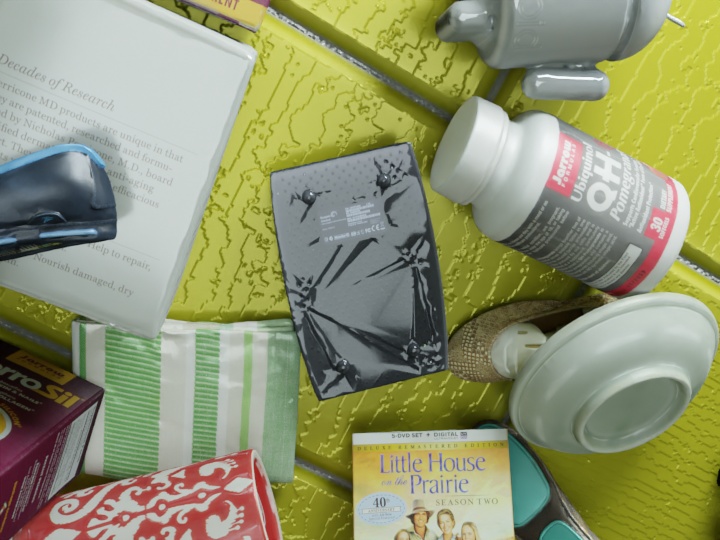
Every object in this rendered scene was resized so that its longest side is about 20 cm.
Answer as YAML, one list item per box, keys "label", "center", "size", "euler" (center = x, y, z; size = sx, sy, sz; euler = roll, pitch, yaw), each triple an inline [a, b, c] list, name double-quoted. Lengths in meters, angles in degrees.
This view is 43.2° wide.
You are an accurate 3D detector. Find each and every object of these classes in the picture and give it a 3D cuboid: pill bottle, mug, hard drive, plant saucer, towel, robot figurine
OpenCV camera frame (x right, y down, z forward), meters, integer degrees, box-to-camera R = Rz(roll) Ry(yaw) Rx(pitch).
- label: "pill bottle"
  center: [0.160, -0.063, 0.749]
  size: [0.197, 0.111, 0.113]
  euler: [23, 100, -14]
- label: "mug"
  center: [-0.168, 0.235, 0.780]
  size: [0.196, 0.178, 0.136]
  euler: [-17, 74, -1]
- label: "hard drive"
  center: [0.000, 0.000, 0.777]
  size: [0.132, 0.042, 0.205]
  euler: [-13, 106, -5]
- label: "plant saucer"
  center: [0.227, 0.107, 0.788]
  size: [0.195, 0.051, 0.203]
  euler: [-10, 136, -10]
- label: "towel"
  center: [-0.152, 0.113, 0.796]
  size: [0.195, 0.023, 0.156]
  euler: [2, 105, -11]
- label: "robot figurine"
  center: [0.156, -0.218, 0.706]
  size: [0.195, 0.113, 0.174]
  euler: [-6, 99, -7]

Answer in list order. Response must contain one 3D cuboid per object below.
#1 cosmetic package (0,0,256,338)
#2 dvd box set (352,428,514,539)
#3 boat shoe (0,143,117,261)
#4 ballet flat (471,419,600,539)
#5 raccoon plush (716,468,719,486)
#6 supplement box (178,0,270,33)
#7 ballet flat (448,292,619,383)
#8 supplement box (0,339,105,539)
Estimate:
- label: "cosmetic package"
  center: [-0.182, -0.093, 0.652]
  size: [0.163, 0.168, 0.204]
  euler: [21, 100, -10]
- label: "dvd box set"
  center: [0.064, 0.243, 0.790]
  size: [0.143, 0.029, 0.205]
  euler: [-2, 72, 4]
- label: "boat shoe"
  center: [-0.238, -0.010, 0.528]
  size: [0.196, 0.084, 0.070]
  euler: [-22, 94, 3]
- label: "ballet flat"
  center: [0.167, 0.227, 0.840]
  size: [0.068, 0.067, 0.202]
  euler: [-37, 73, 8]
- label: "raccoon plush"
  center: [0.436, 0.239, 0.884]
  size: [0.196, 0.097, 0.136]
  euler: [-20, 114, -3]
- label: "supplement box"
  center: [-0.098, -0.292, 0.655]
  size: [0.128, 0.103, 0.204]
  euler: [19, 101, -11]
- label: "ballet flat"
  center: [0.173, 0.060, 0.806]
  size: [0.196, 0.065, 0.072]
  euler: [-16, 104, -4]
- label: "supplement box"
  center: [-0.287, 0.134, 0.677]
  size: [0.108, 0.200, 0.087]
  euler: [23, 103, 2]
